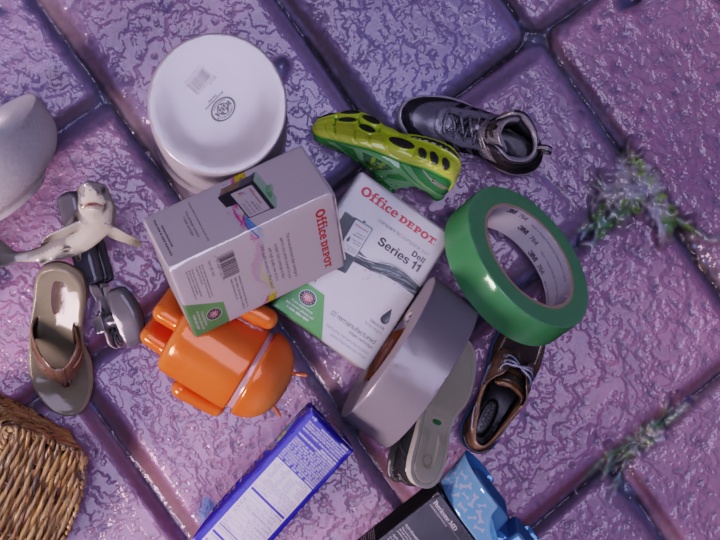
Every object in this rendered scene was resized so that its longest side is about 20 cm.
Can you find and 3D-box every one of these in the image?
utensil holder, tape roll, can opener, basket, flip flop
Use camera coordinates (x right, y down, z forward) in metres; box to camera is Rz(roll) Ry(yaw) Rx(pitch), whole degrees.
[{"bbox_3d":[-0.166,-0.179,1.357,0.167,0.200,0.173,0,89,-7],"label":"utensil holder"},{"bbox_3d":[0.192,-0.007,1.403,0.201,0.200,0.048,48,127,-3],"label":"tape roll"},{"bbox_3d":[0.058,0.109,1.371,0.066,0.200,0.201,34,85,-5],"label":"tape roll"},{"bbox_3d":[-0.310,-0.003,1.404,0.066,0.053,0.203,-16,90,13],"label":"can opener"},{"bbox_3d":[-0.429,0.268,1.383,0.142,0.148,0.202,30,84,-38],"label":"basket"},{"bbox_3d":[-0.360,0.088,1.373,0.080,0.058,0.202,5,115,-6],"label":"flip flop"}]

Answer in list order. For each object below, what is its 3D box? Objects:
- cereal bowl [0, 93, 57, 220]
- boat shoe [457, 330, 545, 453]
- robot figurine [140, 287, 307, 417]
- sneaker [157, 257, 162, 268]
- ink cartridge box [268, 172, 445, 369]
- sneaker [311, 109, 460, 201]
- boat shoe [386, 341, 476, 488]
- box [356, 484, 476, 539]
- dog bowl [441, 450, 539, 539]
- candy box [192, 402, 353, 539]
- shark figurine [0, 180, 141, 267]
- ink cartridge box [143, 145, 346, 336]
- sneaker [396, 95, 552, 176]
[{"bbox_3d":[-0.430,-0.113,1.338,0.199,0.200,0.084,-39,116,-6],"label":"cereal bowl"},{"bbox_3d":[0.189,0.140,1.448,0.071,0.072,0.202,23,85,-4],"label":"boat shoe"},{"bbox_3d":[-0.165,0.102,1.392,0.199,0.117,0.145,31,79,-3],"label":"robot figurine"},{"bbox_3d":[-0.152,-0.036,1.403,0.198,0.099,0.079,-19,90,-7],"label":"sneaker"},{"bbox_3d":[0.000,0.000,1.427,0.146,0.083,0.201,33,84,-5],"label":"ink cartridge box"},{"bbox_3d":[0.025,-0.138,1.435,0.198,0.074,0.084,23,127,11],"label":"sneaker"},{"bbox_3d":[0.087,0.173,1.439,0.071,0.067,0.202,32,68,-24],"label":"boat shoe"},{"bbox_3d":[0.100,0.387,1.423,0.141,0.079,0.201,-37,92,3],"label":"box"},{"bbox_3d":[0.172,0.319,1.427,0.049,0.111,0.201,-36,93,8],"label":"dog bowl"},{"bbox_3d":[-0.102,0.257,1.365,0.077,0.169,0.200,43,85,1],"label":"candy box"},{"bbox_3d":[-0.347,-0.059,1.359,0.213,0.128,0.091,-24,60,29],"label":"shark figurine"},{"bbox_3d":[-0.126,-0.032,1.297,0.198,0.145,0.084,-26,59,-11],"label":"ink cartridge box"},{"bbox_3d":[0.145,-0.177,1.434,0.198,0.114,0.076,18,86,-5],"label":"sneaker"}]
